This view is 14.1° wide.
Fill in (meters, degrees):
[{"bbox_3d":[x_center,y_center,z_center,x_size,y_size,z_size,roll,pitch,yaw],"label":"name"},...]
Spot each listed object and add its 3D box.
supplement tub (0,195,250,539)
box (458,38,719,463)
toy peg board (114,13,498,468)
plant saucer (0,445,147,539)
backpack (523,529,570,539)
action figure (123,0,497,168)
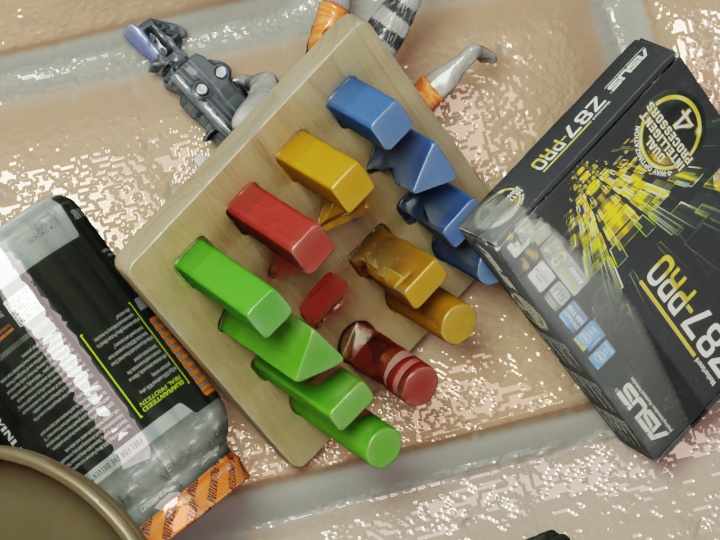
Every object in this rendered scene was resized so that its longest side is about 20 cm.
[{"bbox_3d":[-0.160,0.068,1.678,0.122,0.123,0.200,-36,88,-9],"label":"supplement tub"},{"bbox_3d":[0.170,-0.011,1.717,0.161,0.049,0.200,-44,122,-9],"label":"box"},{"bbox_3d":[0.000,0.000,1.665,0.199,0.098,0.200,-47,131,-10],"label":"toy peg board"},{"bbox_3d":[-0.181,0.187,1.651,0.200,0.200,0.029,53,38,2],"label":"plant saucer"},{"bbox_3d":[0.085,0.267,1.680,0.166,0.127,0.201,-22,82,8],"label":"backpack"},{"bbox_3d":[-0.042,-0.109,1.726,0.200,0.105,0.194,39,71,-2],"label":"action figure"}]
